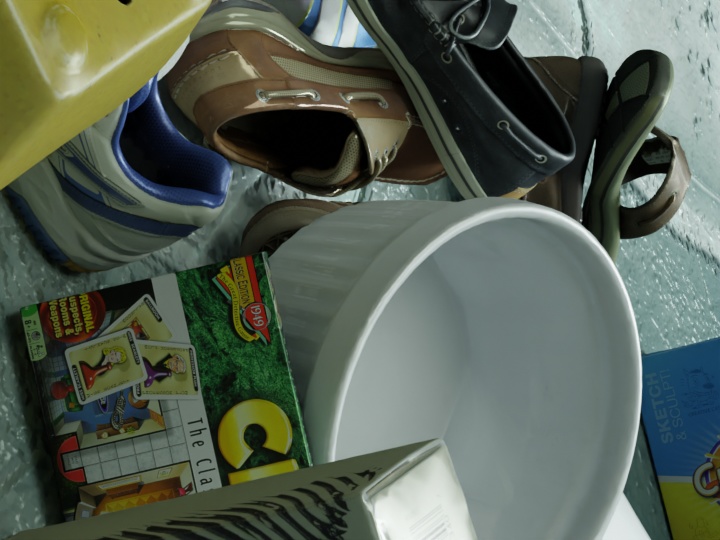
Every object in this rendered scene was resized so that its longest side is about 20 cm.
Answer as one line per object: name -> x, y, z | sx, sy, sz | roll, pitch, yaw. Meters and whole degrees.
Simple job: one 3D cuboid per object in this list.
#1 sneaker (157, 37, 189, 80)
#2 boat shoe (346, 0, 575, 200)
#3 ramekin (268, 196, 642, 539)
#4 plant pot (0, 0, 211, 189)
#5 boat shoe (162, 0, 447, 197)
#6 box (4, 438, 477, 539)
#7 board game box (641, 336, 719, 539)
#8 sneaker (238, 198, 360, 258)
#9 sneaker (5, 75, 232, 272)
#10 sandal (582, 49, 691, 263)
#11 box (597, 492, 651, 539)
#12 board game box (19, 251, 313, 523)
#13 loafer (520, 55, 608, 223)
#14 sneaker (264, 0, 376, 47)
sneaker -> -0.102, -0.181, 0.996 | 0.077, 0.081, 0.201 | 74, 27, -69
boat shoe -> 0.043, -0.121, 1.105 | 0.200, 0.062, 0.075 | 60, 31, -21
ramekin -> 0.024, 0.061, 1.032 | 0.200, 0.105, 0.201 | -12, 108, -41
plant pot -> -0.168, -0.098, 0.746 | 0.195, 0.199, 0.196 | 66, 31, -14
boat shoe -> -0.019, -0.067, 1.105 | 0.200, 0.076, 0.072 | 15, 46, -46
box -> -0.054, 0.124, 0.832 | 0.068, 0.199, 0.083 | -27, 99, -60
board game box -> 0.262, 0.133, 1.419 | 0.040, 0.153, 0.201 | -8, 83, -58
sneaker -> 0.000, 0.000, 1.142 | 0.200, 0.070, 0.076 | 30, 26, -48
sneaker -> -0.125, -0.091, 0.931 | 0.200, 0.088, 0.075 | 53, 37, -30
sandal -> 0.161, -0.050, 1.334 | 0.201, 0.057, 0.080 | 95, 6, -50
box -> 0.068, 0.210, 1.077 | 0.098, 0.124, 0.200 | 58, 33, -25
board game box -> -0.066, 0.101, 0.925 | 0.023, 0.104, 0.201 | 82, -5, -84
loafer -> 0.088, -0.039, 1.307 | 0.073, 0.071, 0.201 | 109, -4, -59
sneaker -> 0.024, -0.164, 1.201 | 0.076, 0.105, 0.200 | 65, 30, -15
